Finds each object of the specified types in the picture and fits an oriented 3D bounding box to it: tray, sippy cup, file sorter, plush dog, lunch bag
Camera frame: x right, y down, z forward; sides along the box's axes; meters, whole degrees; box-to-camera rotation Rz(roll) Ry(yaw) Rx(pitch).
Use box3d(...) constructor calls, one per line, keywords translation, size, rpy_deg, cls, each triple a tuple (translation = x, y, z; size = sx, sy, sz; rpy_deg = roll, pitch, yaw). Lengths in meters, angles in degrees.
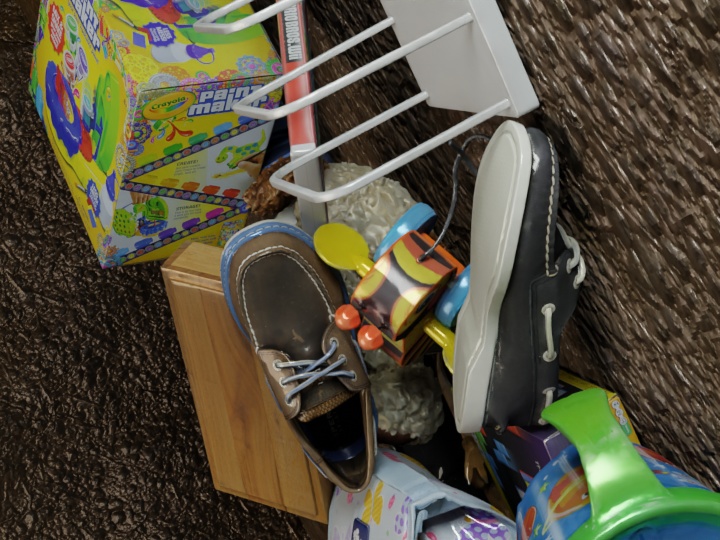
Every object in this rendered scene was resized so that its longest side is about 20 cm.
box3d(translation=(-0.070, 0.080, 1.130), size=(0.098, 0.037, 0.202), rpy_deg=(12, 130, 27), cls="tray")
box3d(translation=(0.141, 0.154, 0.854), size=(0.130, 0.138, 0.180), rpy_deg=(-119, 43, -71), cls="sippy cup")
box3d(translation=(-0.023, -0.149, 0.839), size=(0.201, 0.124, 0.139), rpy_deg=(64, 169, -15), cls="file sorter")
box3d(translation=(0.000, 0.000, 1.152), size=(0.199, 0.161, 0.173), rpy_deg=(28, 143, 14), cls="plush dog")
box3d(translation=(0.053, 0.218, 1.097), size=(0.202, 0.126, 0.169), rpy_deg=(64, 165, -14), cls="lunch bag")

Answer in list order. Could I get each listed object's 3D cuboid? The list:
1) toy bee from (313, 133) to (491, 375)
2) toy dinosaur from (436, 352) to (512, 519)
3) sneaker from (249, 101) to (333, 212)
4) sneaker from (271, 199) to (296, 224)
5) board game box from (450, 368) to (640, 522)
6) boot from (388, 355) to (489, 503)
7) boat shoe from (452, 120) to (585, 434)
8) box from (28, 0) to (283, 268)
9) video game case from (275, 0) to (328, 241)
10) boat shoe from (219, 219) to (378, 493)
box3d(translation=(0.021, 0.008, 0.964), size=(0.130, 0.109, 0.201), rpy_deg=(32, 152, 31), cls="toy bee")
box3d(translation=(0.091, 0.135, 1.178), size=(0.201, 0.060, 0.106), rpy_deg=(59, 170, 12), cls="toy dinosaur")
box3d(translation=(-0.080, -0.101, 1.346), size=(0.083, 0.073, 0.200), rpy_deg=(66, 167, -15), cls="sneaker")
box3d(translation=(-0.046, -0.011, 1.407), size=(0.083, 0.081, 0.200), rpy_deg=(30, -179, -3), cls="sneaker")
box3d(translation=(0.142, 0.159, 1.016), size=(0.202, 0.056, 0.165), rpy_deg=(64, 170, -13), cls="board game box")
box3d(translation=(0.063, 0.157, 1.306), size=(0.169, 0.076, 0.200), rpy_deg=(62, 176, -23), cls="boot")
box3d(translation=(0.088, 0.009, 0.873), size=(0.074, 0.060, 0.202), rpy_deg=(-98, 10, -53), cls="boat shoe")
box3d(translation=(-0.164, -0.146, 1.284), size=(0.201, 0.121, 0.194), rpy_deg=(62, 148, 32), cls="box")
box3d(translation=(-0.038, -0.122, 1.036), size=(0.143, 0.017, 0.202), rpy_deg=(83, 180, -63), cls="video game case")
box3d(translation=(-0.026, 0.057, 1.025), size=(0.073, 0.072, 0.201), rpy_deg=(-114, -1, -52), cls="boat shoe")
